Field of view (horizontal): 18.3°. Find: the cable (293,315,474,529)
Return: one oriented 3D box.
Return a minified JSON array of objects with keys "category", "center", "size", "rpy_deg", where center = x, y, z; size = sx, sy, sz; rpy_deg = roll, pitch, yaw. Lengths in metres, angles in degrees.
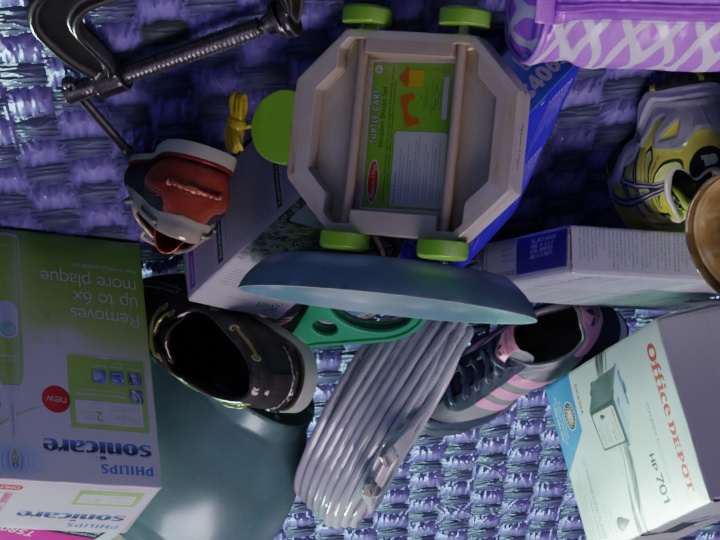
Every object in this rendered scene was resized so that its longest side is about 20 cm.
[{"category":"cable","center":[0.017,0.108,1.743],"size":[0.069,0.201,0.200],"rpy_deg":[29,150,5]}]

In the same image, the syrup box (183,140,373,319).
[{"category":"syrup box","center":[-0.042,-0.049,1.547],"size":[0.078,0.082,0.200],"rpy_deg":[13,146,-31]}]

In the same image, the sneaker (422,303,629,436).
[{"category":"sneaker","center":[0.116,0.071,1.828],"size":[0.199,0.071,0.082],"rpy_deg":[-28,153,17]}]

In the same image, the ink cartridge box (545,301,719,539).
[{"category":"ink cartridge box","center":[0.235,0.124,1.719],"size":[0.085,0.148,0.200],"rpy_deg":[-9,165,-23]}]

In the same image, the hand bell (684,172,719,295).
[{"category":"hand bell","center":[0.313,-0.059,1.565],"size":[0.104,0.104,0.200],"rpy_deg":[-34,-177,40]}]

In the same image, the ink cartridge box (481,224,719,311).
[{"category":"ink cartridge box","center":[0.197,-0.001,1.675],"size":[0.198,0.044,0.196],"rpy_deg":[3,173,-23]}]

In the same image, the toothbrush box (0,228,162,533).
[{"category":"toothbrush box","center":[-0.230,0.078,1.608],"size":[0.145,0.201,0.086],"rpy_deg":[7,149,-24]}]

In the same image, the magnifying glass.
[{"category":"magnifying glass","center":[-0.031,0.039,1.631],"size":[0.199,0.023,0.079],"rpy_deg":[-27,131,38]}]

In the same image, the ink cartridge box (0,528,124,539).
[{"category":"ink cartridge box","center":[-0.279,0.190,1.937],"size":[0.199,0.076,0.164],"rpy_deg":[16,142,-39]}]

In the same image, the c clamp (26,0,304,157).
[{"category":"c clamp","center":[-0.116,-0.152,1.403],"size":[0.199,0.027,0.171],"rpy_deg":[-20,145,24]}]

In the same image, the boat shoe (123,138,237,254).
[{"category":"boat shoe","center":[-0.123,-0.043,1.491],"size":[0.071,0.063,0.200],"rpy_deg":[15,173,-11]}]

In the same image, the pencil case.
[{"category":"pencil case","center":[0.188,-0.162,1.389],"size":[0.198,0.086,0.085],"rpy_deg":[-2,109,-15]}]

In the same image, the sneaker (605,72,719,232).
[{"category":"sneaker","center":[0.221,-0.061,1.601],"size":[0.075,0.077,0.200],"rpy_deg":[-9,154,-3]}]

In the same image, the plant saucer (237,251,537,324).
[{"category":"plant saucer","center":[0.019,0.011,1.474],"size":[0.198,0.028,0.200],"rpy_deg":[6,176,0]}]

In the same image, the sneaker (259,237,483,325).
[{"category":"sneaker","center":[0.000,0.000,1.673],"size":[0.198,0.078,0.086],"rpy_deg":[-7,159,18]}]

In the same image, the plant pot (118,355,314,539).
[{"category":"plant pot","center":[-0.120,0.124,1.759],"size":[0.200,0.201,0.134],"rpy_deg":[20,118,-42]}]

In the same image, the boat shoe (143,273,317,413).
[{"category":"boat shoe","center":[-0.116,0.048,1.629],"size":[0.060,0.072,0.201],"rpy_deg":[4,-166,-46]}]

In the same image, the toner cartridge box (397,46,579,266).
[{"category":"toner cartridge box","center":[0.086,-0.074,1.522],"size":[0.043,0.095,0.200],"rpy_deg":[37,150,10]}]

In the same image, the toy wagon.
[{"category":"toy wagon","center":[0.009,-0.089,1.410],"size":[0.199,0.157,0.040],"rpy_deg":[5,178,27]}]
